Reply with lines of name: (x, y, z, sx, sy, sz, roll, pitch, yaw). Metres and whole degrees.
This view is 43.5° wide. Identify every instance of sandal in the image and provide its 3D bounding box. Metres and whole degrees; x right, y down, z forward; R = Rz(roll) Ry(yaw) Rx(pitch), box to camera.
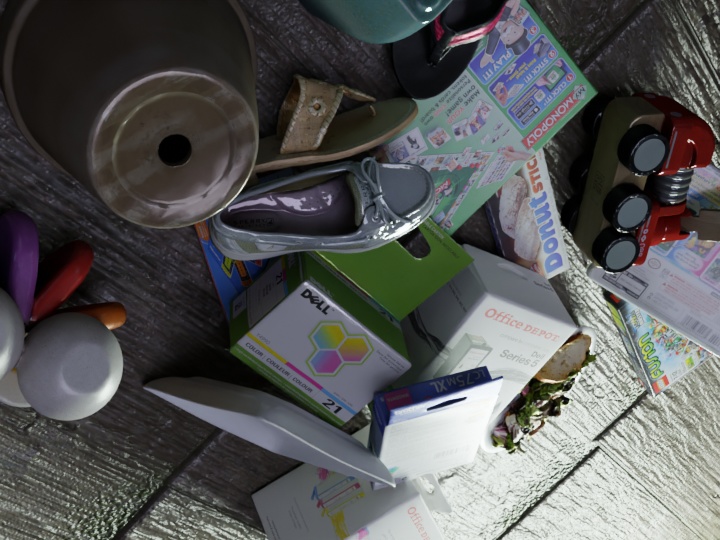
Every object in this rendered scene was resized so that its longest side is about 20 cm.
sandal: (-0.054, -0.131, 0.771, 0.210, 0.078, 0.070, -22, 123, -4)
sandal: (0.096, -0.238, 0.776, 0.075, 0.045, 0.201, 36, 99, -14)

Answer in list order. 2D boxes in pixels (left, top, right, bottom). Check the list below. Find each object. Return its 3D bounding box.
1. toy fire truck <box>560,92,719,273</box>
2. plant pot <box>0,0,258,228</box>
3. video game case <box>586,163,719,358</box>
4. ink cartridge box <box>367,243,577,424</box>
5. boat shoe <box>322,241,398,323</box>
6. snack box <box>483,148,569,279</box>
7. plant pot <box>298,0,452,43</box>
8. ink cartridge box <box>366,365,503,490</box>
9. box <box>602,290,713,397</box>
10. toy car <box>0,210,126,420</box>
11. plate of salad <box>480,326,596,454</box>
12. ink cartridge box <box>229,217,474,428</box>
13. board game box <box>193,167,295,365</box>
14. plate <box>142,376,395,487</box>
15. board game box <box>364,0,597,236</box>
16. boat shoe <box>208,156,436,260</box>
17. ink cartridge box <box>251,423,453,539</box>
toy fire truck: (0.339, -0.087, 0.952, 0.198, 0.129, 0.178, -5, 124, -18)
plant pot: (-0.153, -0.123, 0.660, 0.198, 0.174, 0.202, -14, 128, -19)
video game case: (0.394, -0.017, 1.041, 0.199, 0.024, 0.183, 30, 112, -6)
ink cartridge box: (0.112, 0.086, 0.980, 0.145, 0.084, 0.201, 19, 120, -34)
boat shoe: (0.003, 0.000, 0.907, 0.072, 0.063, 0.202, -14, 122, 1)
snack box: (0.172, -0.064, 0.961, 0.071, 0.024, 0.201, -27, 130, -4)
plant pot: (0.011, -0.276, 0.620, 0.196, 0.200, 0.196, -44, 130, 8)
ink cartridge box: (0.069, 0.155, 0.908, 0.118, 0.042, 0.201, -13, 150, -12)
box: (0.388, 0.069, 1.158, 0.110, 0.035, 0.200, -36, 131, 0)
toy car: (-0.282, 0.030, 0.727, 0.199, 0.174, 0.151, 25, 74, -36)
plate of salad: (0.224, 0.153, 1.094, 0.199, 0.048, 0.201, -32, 146, -25)
ink cartridge box: (-0.005, 0.030, 0.841, 0.200, 0.076, 0.148, -41, 118, 18)
board game box: (-0.094, -0.003, 0.872, 0.102, 0.019, 0.201, -22, 129, -13)
plate: (-0.087, 0.153, 0.895, 0.200, 0.198, 0.033, 37, 67, -39)
board game box: (0.111, -0.146, 0.854, 0.200, 0.029, 0.134, -44, 118, 7)
boat shoe: (-0.028, -0.053, 0.759, 0.200, 0.065, 0.075, -8, 84, -12)
ink cartridge box: (0.000, 0.287, 1.049, 0.199, 0.125, 0.129, -30, 131, -5)
